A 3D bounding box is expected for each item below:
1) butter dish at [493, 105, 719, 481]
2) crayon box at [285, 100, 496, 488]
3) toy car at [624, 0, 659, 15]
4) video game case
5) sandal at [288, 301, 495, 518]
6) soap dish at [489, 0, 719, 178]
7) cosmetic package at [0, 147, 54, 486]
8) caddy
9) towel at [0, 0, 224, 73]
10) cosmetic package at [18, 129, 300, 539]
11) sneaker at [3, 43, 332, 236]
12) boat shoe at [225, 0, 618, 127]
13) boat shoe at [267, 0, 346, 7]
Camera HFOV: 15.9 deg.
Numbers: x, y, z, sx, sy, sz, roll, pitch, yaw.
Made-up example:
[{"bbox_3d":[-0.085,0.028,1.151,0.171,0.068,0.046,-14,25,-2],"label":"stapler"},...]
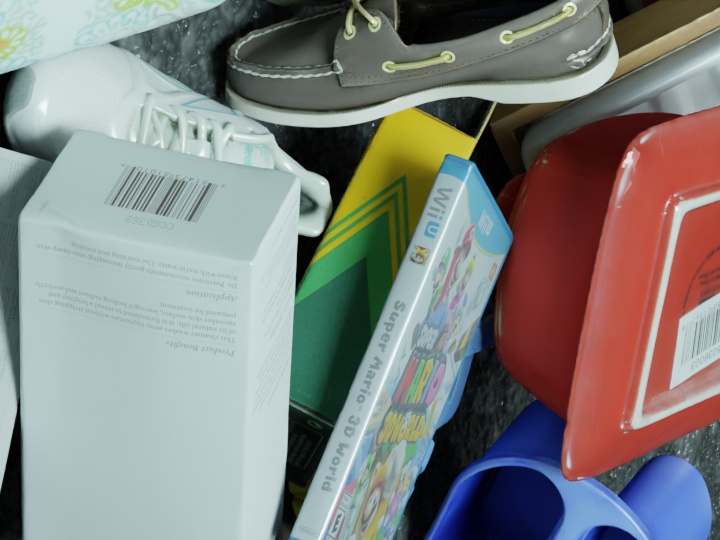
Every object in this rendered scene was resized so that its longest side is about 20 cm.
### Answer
[{"bbox_3d":[0.136,-0.011,1.409,0.199,0.147,0.201,-18,123,-49],"label":"butter dish"},{"bbox_3d":[0.000,0.000,1.324,0.201,0.051,0.126,-64,180,-21],"label":"crayon box"},{"bbox_3d":[0.278,-0.185,1.576,0.176,0.199,0.186,-4,100,-52],"label":"toy car"},{"bbox_3d":[0.024,0.055,1.281,0.143,0.018,0.201,50,61,-72],"label":"video game case"},{"bbox_3d":[0.027,0.067,1.410,0.087,0.079,0.201,46,63,-51],"label":"sandal"},{"bbox_3d":[0.186,-0.084,1.506,0.199,0.081,0.158,-26,130,5],"label":"soap dish"},{"bbox_3d":[-0.192,0.042,1.137,0.082,0.050,0.202,16,85,-53],"label":"cosmetic package"},{"bbox_3d":[0.109,0.167,1.456,0.105,0.141,0.201,-47,166,-41],"label":"caddy"},{"bbox_3d":[-0.110,-0.170,1.106,0.170,0.048,0.201,-18,146,-32],"label":"towel"},{"bbox_3d":[-0.092,0.050,1.170,0.081,0.112,0.201,-64,164,-54],"label":"cosmetic package"},{"bbox_3d":[-0.086,-0.061,1.230,0.200,0.080,0.071,21,83,-51],"label":"sneaker"},{"bbox_3d":[0.025,-0.116,1.273,0.072,0.198,0.060,-80,161,-45],"label":"boat shoe"},{"bbox_3d":[-0.057,-0.185,1.252,0.200,0.062,0.074,25,78,-52],"label":"boat shoe"}]
